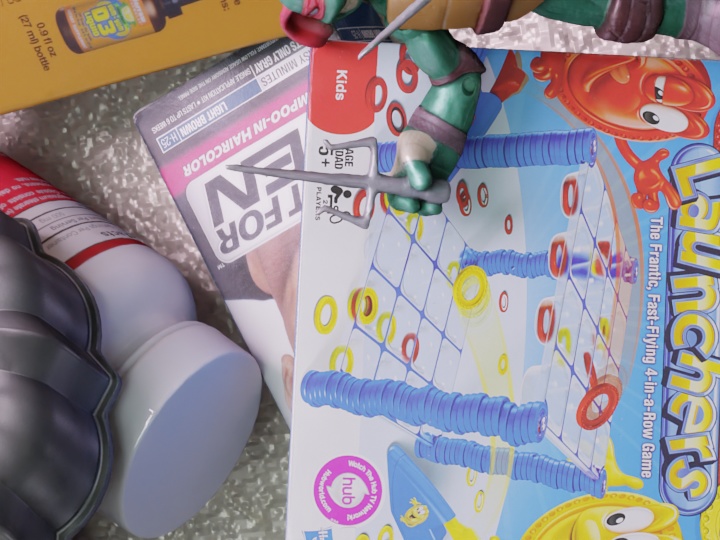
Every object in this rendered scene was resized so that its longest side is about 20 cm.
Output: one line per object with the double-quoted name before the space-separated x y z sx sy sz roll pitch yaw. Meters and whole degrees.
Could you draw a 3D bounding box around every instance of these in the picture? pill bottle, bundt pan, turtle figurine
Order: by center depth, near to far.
"turtle figurine" 0.045 -0.100 0.793 0.198 0.150 0.101 -11 59 -11
"bundt pan" -0.193 0.047 0.846 0.200 0.076 0.204 -3 67 8
"pill bottle" -0.141 0.022 0.952 0.199 0.112 0.113 32 105 26

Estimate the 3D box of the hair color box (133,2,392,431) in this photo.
"hair color box" 0.000 0.000 0.942 0.100 0.060 0.201 -29 86 21

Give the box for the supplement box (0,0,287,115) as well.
"supplement box" -0.119 -0.112 0.919 0.198 0.069 0.067 -13 124 14

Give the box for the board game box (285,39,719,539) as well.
"board game box" 0.073 0.019 0.868 0.194 0.056 0.202 2 85 0
